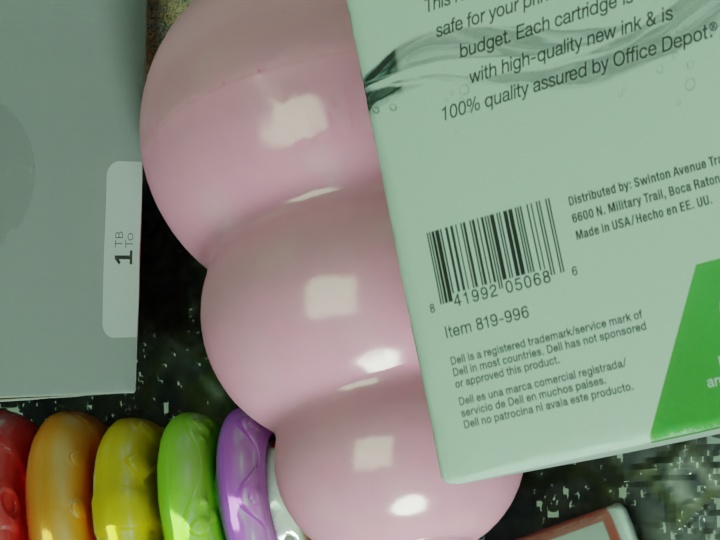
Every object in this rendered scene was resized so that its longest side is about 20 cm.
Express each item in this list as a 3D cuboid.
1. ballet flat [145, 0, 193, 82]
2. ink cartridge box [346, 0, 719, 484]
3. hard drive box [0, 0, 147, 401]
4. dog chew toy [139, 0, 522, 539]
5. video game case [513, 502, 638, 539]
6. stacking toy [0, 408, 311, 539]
[{"bbox_3d":[-0.058,-0.133,0.922,0.067,0.068,0.200,-11,87,16],"label":"ballet flat"},{"bbox_3d":[0.082,-0.052,0.759,0.146,0.083,0.200,-14,84,34],"label":"ink cartridge box"},{"bbox_3d":[-0.166,-0.040,0.923,0.200,0.077,0.156,5,93,46],"label":"hard drive box"},{"bbox_3d":[0.000,0.000,0.849,0.124,0.125,0.200,-19,70,22],"label":"dog chew toy"},{"bbox_3d":[0.016,0.174,0.858,0.200,0.017,0.143,-19,76,-4],"label":"video game case"},{"bbox_3d":[-0.053,0.087,0.905,0.200,0.116,0.110,-12,87,12],"label":"stacking toy"}]
